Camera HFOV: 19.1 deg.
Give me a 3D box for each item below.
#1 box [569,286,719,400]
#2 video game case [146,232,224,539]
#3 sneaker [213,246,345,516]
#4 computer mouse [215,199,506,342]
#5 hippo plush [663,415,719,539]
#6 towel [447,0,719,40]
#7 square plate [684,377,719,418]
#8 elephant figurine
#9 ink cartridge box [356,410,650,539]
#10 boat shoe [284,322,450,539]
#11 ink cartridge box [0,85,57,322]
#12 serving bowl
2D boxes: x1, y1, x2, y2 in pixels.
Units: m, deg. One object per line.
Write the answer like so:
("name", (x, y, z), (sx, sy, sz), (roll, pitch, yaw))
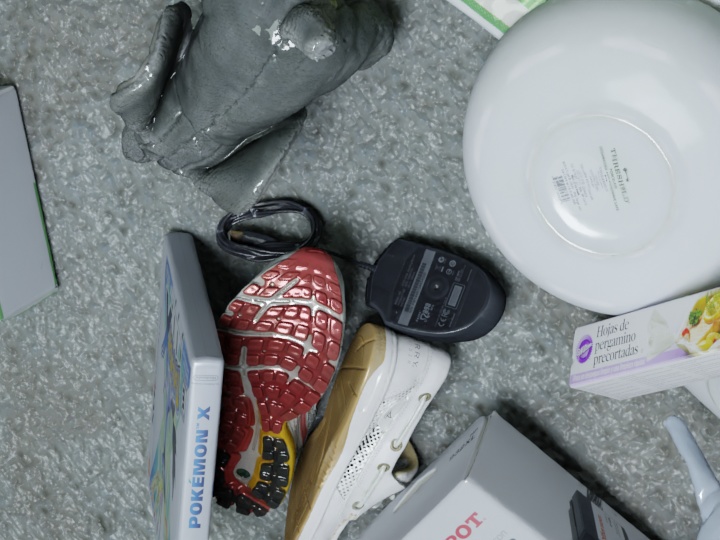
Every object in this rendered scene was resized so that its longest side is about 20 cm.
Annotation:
("box", (0.189, 0.038, 1.194), (0.200, 0.041, 0.039), (-22, 56, 60))
("video game case", (-0.113, 0.096, 1.340), (0.022, 0.200, 0.183), (2, 112, -11))
("sneaker", (-0.056, 0.059, 1.343), (0.078, 0.082, 0.200), (22, 129, 0))
("computer mouse", (0.000, 0.000, 1.338), (0.200, 0.034, 0.059), (20, 79, 23))
("hippo plush", (0.215, 0.210, 1.183), (0.200, 0.161, 0.159), (52, 162, -14))
("towel", (0.148, -0.197, 1.211), (0.152, 0.023, 0.200), (39, 117, 6))
("square plate", (0.283, 0.075, 1.189), (0.200, 0.028, 0.198), (44, 140, 7))
("elephant figurine", (-0.083, -0.103, 1.271), (0.200, 0.155, 0.142), (-48, 67, 19))
("ink cartridge box", (0.104, 0.209, 1.318), (0.200, 0.084, 0.145), (39, 120, -6))
("boat shoe", (0.004, 0.122, 1.361), (0.069, 0.071, 0.200), (13, 129, -14))
("ink cartridge box", (-0.319, -0.038, 1.437), (0.200, 0.084, 0.146), (-4, 106, 24))
("serving bowl", (0.145, -0.059, 1.214), (0.200, 0.066, 0.200), (10, 116, 20))
